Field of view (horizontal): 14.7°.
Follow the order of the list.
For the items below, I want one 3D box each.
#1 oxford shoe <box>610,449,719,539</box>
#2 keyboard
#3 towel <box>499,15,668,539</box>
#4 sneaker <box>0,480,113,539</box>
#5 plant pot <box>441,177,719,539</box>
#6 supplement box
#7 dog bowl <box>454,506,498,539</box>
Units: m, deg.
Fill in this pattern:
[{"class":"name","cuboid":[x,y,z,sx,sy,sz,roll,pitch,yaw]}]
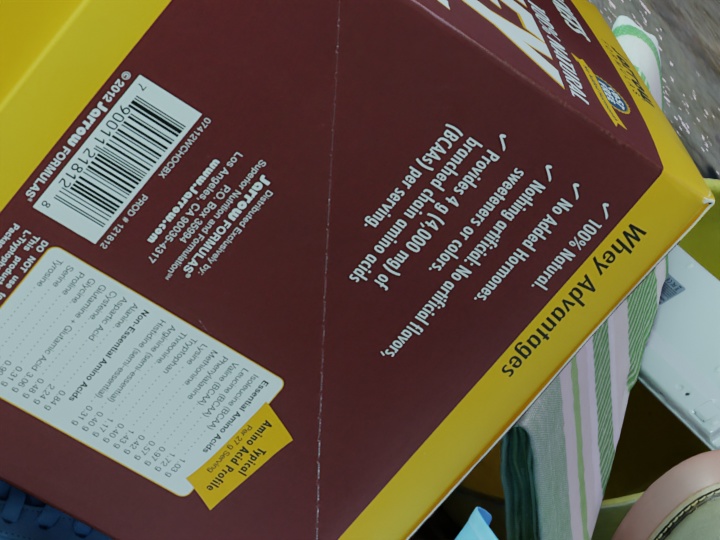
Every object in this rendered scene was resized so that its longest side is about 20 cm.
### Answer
[{"class":"oxford shoe","cuboid":[0.114,0.162,1.096,0.070,0.201,0.074,-3,45,-25]},{"class":"keyboard","cuboid":[0.118,0.011,1.164,0.200,0.056,0.011,47,-22,51]},{"class":"towel","cuboid":[0.084,0.023,1.045,0.153,0.023,0.201,82,22,-50]},{"class":"sneaker","cuboid":[-0.099,0.079,0.916,0.200,0.078,0.066,30,44,-32]},{"class":"plant pot","cuboid":[0.126,0.078,1.202,0.201,0.199,0.142,-79,154,-48]},{"class":"supplement box","cuboid":[-0.041,-0.030,0.866,0.200,0.197,0.133,32,19,-29]},{"class":"dog bowl","cuboid":[0.068,0.144,0.916,0.112,0.050,0.200,49,1,22]}]
